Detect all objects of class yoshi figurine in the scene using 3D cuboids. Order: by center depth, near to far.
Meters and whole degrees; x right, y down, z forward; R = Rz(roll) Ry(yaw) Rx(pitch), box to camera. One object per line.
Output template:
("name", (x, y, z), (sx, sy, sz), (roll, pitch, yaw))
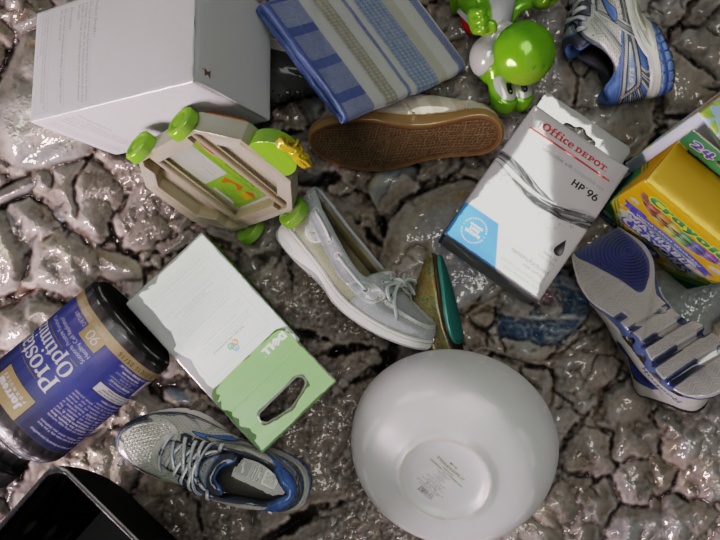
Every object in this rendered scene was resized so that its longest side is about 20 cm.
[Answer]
("yoshi figurine", (0.143, -0.261, 0.838), (0.112, 0.112, 0.201), (-16, 88, 16))

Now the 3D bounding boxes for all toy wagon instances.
("toy wagon", (-0.118, -0.093, 0.795), (0.155, 0.200, 0.040), (38, 52, -33))

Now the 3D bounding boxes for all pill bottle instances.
("pill bottle", (-0.293, 0.113, 0.816), (0.200, 0.112, 0.112), (-41, 85, -4))

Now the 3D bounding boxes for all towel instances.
("towel", (0.006, -0.228, 0.838), (0.200, 0.024, 0.147), (-32, 82, -40))

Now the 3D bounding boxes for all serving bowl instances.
("serving bowl", (0.082, 0.177, 0.784), (0.199, 0.066, 0.201), (5, 111, 13))

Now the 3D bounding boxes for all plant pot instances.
("plant pot", (-0.240, 0.306, 0.761), (0.199, 0.177, 0.200), (41, 85, 5))

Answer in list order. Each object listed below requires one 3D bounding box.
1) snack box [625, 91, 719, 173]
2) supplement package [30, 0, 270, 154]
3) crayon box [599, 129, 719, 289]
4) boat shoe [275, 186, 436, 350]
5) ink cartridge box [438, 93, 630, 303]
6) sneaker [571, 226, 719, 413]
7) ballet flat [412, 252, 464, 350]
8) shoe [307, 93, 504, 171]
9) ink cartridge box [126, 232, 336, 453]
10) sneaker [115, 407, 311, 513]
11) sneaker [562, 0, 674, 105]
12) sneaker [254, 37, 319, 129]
("snack box", (0.346, -0.141, 0.789), (0.142, 0.200, 0.053), (-37, 85, -3))
("supplement package", (-0.198, -0.195, 0.805), (0.199, 0.117, 0.117), (-6, 78, 28))
("crayon box", (0.304, -0.048, 0.779), (0.126, 0.200, 0.052), (41, 86, 5))
("boat shoe", (0.000, 0.000, 0.818), (0.202, 0.074, 0.065), (44, 109, 28))
("ink cartridge box", (0.183, -0.081, 0.851), (0.116, 0.068, 0.200), (35, 85, 4))
("sneaker", (0.278, 0.065, 0.830), (0.080, 0.115, 0.200), (-26, 55, -4))
("ballet flat", (0.079, 0.084, 0.840), (0.070, 0.071, 0.201), (-18, 84, -1))
("shoe", (0.046, -0.146, 0.871), (0.199, 0.070, 0.053), (-2, 44, 4))
("ink cartridge box", (-0.125, 0.071, 0.843), (0.104, 0.059, 0.200), (-43, 85, -3))
("sneaker", (-0.145, 0.184, 0.819), (0.199, 0.085, 0.077), (14, 84, 3))
("sneaker", (0.242, -0.261, 0.860), (0.085, 0.077, 0.201), (-24, 84, 2))
("sneaker", (-0.076, -0.181, 0.869), (0.199, 0.071, 0.100), (15, 88, 6))
